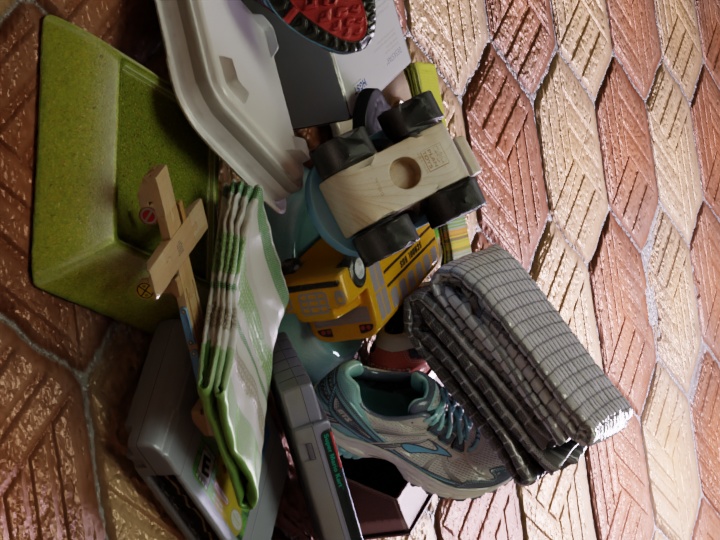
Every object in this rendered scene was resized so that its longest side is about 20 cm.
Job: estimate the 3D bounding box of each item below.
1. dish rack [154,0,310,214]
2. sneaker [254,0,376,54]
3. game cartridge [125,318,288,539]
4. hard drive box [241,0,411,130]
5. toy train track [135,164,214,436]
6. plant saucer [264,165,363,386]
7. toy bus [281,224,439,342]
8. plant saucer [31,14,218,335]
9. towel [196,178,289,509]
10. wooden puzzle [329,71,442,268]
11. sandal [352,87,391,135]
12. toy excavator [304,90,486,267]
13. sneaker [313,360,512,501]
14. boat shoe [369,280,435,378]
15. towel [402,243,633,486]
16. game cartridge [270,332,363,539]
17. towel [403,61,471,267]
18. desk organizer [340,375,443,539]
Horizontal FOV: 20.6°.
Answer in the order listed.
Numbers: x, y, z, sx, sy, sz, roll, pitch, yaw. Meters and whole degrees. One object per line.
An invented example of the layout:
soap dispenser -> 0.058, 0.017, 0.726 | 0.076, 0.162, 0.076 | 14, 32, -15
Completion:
dish rack -> -0.097, -0.158, 1.521 | 0.172, 0.043, 0.200 | 45, 23, -51
sneaker -> -0.060, -0.243, 1.566 | 0.200, 0.079, 0.096 | 44, -4, 10
game cartridge -> -0.109, 0.134, 1.478 | 0.200, 0.040, 0.134 | 62, 28, -44
hard drive box -> -0.040, -0.241, 1.699 | 0.156, 0.077, 0.200 | -48, 125, -58
toy train track -> -0.130, 0.024, 1.381 | 0.115, 0.032, 0.200 | -62, 144, -60
plant saucer -> -0.036, 0.003, 1.683 | 0.200, 0.036, 0.201 | 28, 58, -60
toy bus -> 0.000, 0.000, 1.644 | 0.200, 0.065, 0.078 | -46, 125, -60
plant saucer -> -0.157, -0.064, 1.434 | 0.200, 0.048, 0.200 | 29, 57, -60
towel -> -0.081, 0.052, 1.446 | 0.149, 0.031, 0.200 | 74, 15, -48
wooden puzzle -> 0.035, -0.083, 1.846 | 0.185, 0.046, 0.200 | -41, 119, -60
sandal -> 0.036, -0.093, 1.720 | 0.200, 0.045, 0.075 | 60, 36, -65
toy excavator -> 0.032, -0.072, 1.585 | 0.194, 0.200, 0.100 | -28, 90, -21
sneaker -> 0.053, 0.130, 1.652 | 0.200, 0.086, 0.078 | 17, 47, -18
boat shoe -> 0.057, 0.045, 1.782 | 0.200, 0.071, 0.063 | -49, 140, -58
towel -> 0.131, 0.080, 1.682 | 0.200, 0.086, 0.166 | 52, 18, 8
game cartridge -> -0.033, 0.160, 1.571 | 0.130, 0.038, 0.200 | -134, -153, -68
towel -> 0.073, -0.095, 1.850 | 0.086, 0.018, 0.201 | -14, 94, -76
desk organizer -> 0.032, 0.151, 1.744 | 0.200, 0.072, 0.077 | -52, 127, -57
